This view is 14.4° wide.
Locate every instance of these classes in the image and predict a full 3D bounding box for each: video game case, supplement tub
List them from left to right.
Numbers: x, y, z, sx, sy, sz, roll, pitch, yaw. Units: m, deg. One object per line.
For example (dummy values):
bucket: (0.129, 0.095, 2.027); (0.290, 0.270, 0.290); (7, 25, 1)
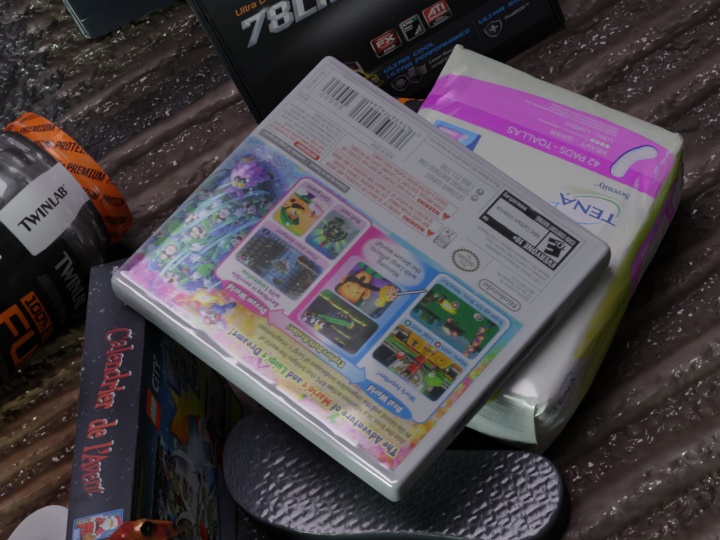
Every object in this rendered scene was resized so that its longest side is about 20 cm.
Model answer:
supplement tub: (-0.239, 0.006, 1.704); (0.200, 0.123, 0.122); (-46, 46, -16)
video game case: (0.000, 0.000, 1.509); (0.200, 0.024, 0.182); (35, 69, 20)

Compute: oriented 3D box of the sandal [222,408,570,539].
sandal: (0.016, 0.124, 1.530); (0.199, 0.043, 0.076); (11, 63, 23)

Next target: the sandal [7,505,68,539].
sandal: (-0.148, 0.221, 1.517); (0.082, 0.050, 0.203); (-33, 54, 18)

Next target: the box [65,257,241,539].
box: (-0.109, 0.110, 1.530); (0.038, 0.137, 0.200); (-14, 45, 15)

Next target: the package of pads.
package of pads: (0.078, -0.011, 1.562); (0.154, 0.068, 0.200); (23, 64, 16)

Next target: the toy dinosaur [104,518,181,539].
toy dinosaur: (-0.048, 0.195, 1.386); (0.200, 0.181, 0.105); (3, 53, 57)

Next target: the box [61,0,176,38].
box: (-0.185, -0.301, 1.907); (0.124, 0.197, 0.200); (-22, 43, 6)

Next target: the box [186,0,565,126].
box: (-0.001, -0.179, 1.696); (0.200, 0.199, 0.050); (-29, 43, 0)

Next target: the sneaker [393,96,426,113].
sneaker: (-0.015, -0.030, 1.666); (0.112, 0.078, 0.200); (16, 48, 42)
